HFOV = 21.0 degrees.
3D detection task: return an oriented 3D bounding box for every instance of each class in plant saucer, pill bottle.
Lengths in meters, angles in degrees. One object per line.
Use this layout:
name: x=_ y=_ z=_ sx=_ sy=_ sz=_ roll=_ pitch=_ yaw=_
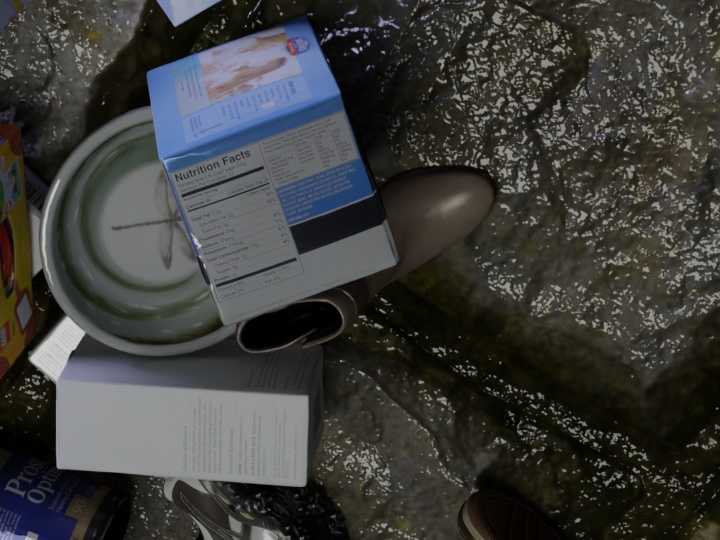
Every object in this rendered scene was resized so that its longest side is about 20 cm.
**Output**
plant saucer: x=-0.151 y=-0.035 z=1.491 sx=0.199 sy=0.050 sz=0.202 roll=-7 pitch=111 yaw=-18
pill bottle: x=-0.310 y=0.212 z=1.688 sx=0.199 sy=0.112 sz=0.112 roll=20 pitch=124 yaw=5

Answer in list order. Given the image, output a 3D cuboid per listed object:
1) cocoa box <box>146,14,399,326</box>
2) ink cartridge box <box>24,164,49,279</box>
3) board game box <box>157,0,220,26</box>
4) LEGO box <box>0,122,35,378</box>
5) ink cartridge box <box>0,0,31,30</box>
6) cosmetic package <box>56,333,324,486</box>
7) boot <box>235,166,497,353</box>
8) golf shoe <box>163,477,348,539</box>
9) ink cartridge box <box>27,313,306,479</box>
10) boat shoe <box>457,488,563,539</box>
cocoa box: x=-0.066 y=-0.076 z=1.359 sx=0.132 sy=0.200 sz=0.132 roll=-20 pitch=114 yaw=0
ink cartridge box: x=-0.347 y=-0.033 z=1.591 sx=0.163 sy=0.057 sz=0.200 roll=44 pitch=119 yaw=-11
board game box: x=-0.094 y=-0.280 z=1.362 sx=0.199 sy=0.037 sz=0.152 roll=-25 pitch=110 yaw=30
LEGO box: x=-0.341 y=-0.026 z=1.521 sx=0.148 sy=0.077 sz=0.201 roll=12 pitch=126 yaw=14
ink cartridge box: x=-0.342 y=-0.197 z=1.397 sx=0.146 sy=0.200 sz=0.147 roll=-34 pitch=106 yaw=30
cosmetic package: x=-0.132 y=0.106 z=1.524 sx=0.198 sy=0.113 sz=0.082 roll=3 pitch=109 yaw=6
boot: x=0.000 y=0.000 z=1.432 sx=0.199 sy=0.146 sz=0.070 roll=-26 pitch=105 yaw=26
golf shoe: x=-0.083 y=0.215 z=1.627 sx=0.094 sy=0.078 sz=0.200 roll=-20 pitch=125 yaw=31
ink cartridge box: x=-0.148 y=0.052 z=1.589 sx=0.161 sy=0.050 sz=0.200 roll=42 pitch=105 yaw=-9
boat shoe: x=0.145 y=0.265 z=1.593 sx=0.202 sy=0.075 sz=0.075 roll=44 pitch=129 yaw=-11
